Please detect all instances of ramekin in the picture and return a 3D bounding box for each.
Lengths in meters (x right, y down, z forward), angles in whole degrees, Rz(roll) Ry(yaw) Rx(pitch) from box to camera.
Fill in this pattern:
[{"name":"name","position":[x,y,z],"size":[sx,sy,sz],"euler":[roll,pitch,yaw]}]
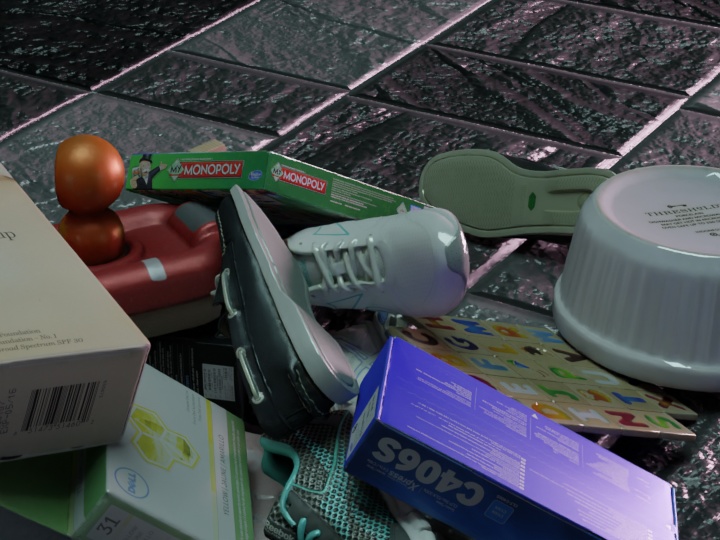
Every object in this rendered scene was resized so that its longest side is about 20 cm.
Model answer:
[{"name":"ramekin","position":[0.239,-0.002,1.269],"size":[0.202,0.095,0.203],"euler":[2,27,-1]}]

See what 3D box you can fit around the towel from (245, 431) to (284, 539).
[{"name":"towel","position":[-0.111,0.155,1.108],"size":[0.199,0.032,0.191],"euler":[9,31,20]}]

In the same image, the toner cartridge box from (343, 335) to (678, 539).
[{"name":"toner cartridge box","position":[0.090,0.121,1.036],"size":[0.200,0.043,0.095],"euler":[29,29,-8]}]

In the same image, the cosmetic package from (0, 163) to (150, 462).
[{"name":"cosmetic package","position":[-0.215,0.017,1.010],"size":[0.103,0.073,0.200],"euler":[-6,39,-40]}]

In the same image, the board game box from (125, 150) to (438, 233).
[{"name":"board game box","position":[-0.051,-0.050,1.289],"size":[0.134,0.029,0.200],"euler":[3,-8,39]}]

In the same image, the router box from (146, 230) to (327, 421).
[{"name":"router box","position":[-0.121,0.031,1.281],"size":[0.149,0.062,0.200],"euler":[4,24,16]}]

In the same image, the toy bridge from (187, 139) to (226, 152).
[{"name":"toy bridge","position":[-0.092,-0.061,1.497],"size":[0.067,0.027,0.200],"euler":[-26,36,-33]}]

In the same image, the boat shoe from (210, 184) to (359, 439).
[{"name":"boat shoe","position":[-0.063,0.022,1.104],"size":[0.060,0.076,0.200],"euler":[-36,38,8]}]

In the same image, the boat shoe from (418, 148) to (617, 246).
[{"name":"boat shoe","position":[0.136,-0.054,1.442],"size":[0.200,0.072,0.068],"euler":[10,-5,35]}]

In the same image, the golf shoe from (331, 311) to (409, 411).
[{"name":"golf shoe","position":[0.011,0.095,1.172],"size":[0.097,0.079,0.200],"euler":[-15,21,-9]}]

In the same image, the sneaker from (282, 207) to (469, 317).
[{"name":"sneaker","position":[0.000,0.000,1.175],"size":[0.080,0.071,0.200],"euler":[-6,0,-31]}]

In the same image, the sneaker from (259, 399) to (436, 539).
[{"name":"sneaker","position":[-0.009,0.156,1.034],"size":[0.091,0.078,0.200],"euler":[-7,37,-11]}]

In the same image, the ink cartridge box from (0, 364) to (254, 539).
[{"name":"ink cartridge box","position":[-0.155,0.097,1.026],"size":[0.200,0.048,0.146],"euler":[33,22,-23]}]

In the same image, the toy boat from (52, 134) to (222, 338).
[{"name":"toy boat","position":[-0.179,-0.025,1.172],"size":[0.199,0.131,0.130],"euler":[-13,25,-23]}]

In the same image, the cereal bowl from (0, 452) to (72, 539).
[{"name":"cereal bowl","position":[-0.255,0.127,1.077],"size":[0.199,0.084,0.200],"euler":[-14,22,6]}]

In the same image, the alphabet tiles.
[{"name":"alphabet tiles","position":[0.123,0.068,1.180],"size":[0.199,0.006,0.166],"euler":[8,19,-35]}]
